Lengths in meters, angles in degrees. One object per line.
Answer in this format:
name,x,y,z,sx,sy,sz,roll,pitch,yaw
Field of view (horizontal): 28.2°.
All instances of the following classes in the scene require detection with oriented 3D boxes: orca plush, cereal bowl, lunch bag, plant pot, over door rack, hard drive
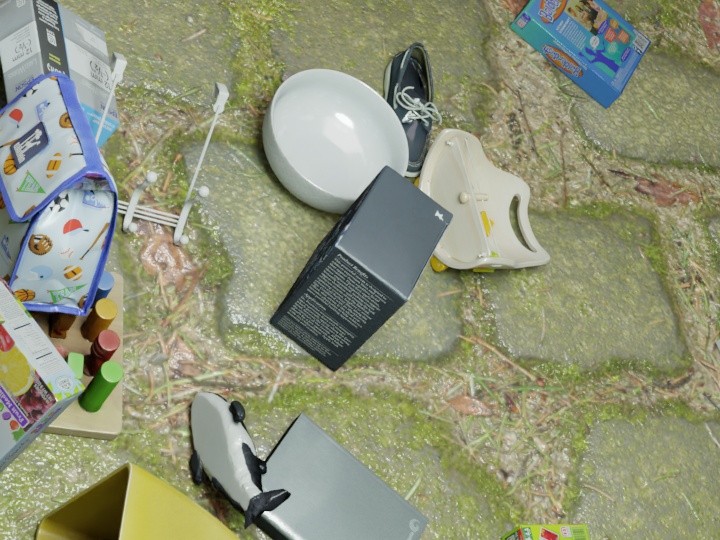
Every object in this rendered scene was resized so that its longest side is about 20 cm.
orca plush,-0.122,0.205,1.577,0.071,0.199,0.106,17,99,-37
cereal bowl,-0.041,-0.157,1.864,0.198,0.083,0.202,14,56,-22
lunch bag,-0.327,-0.082,1.500,0.123,0.201,0.171,2,44,-33
plant pot,-0.213,0.335,1.414,0.175,0.199,0.202,24,52,-30
over door rack,-0.245,-0.140,1.684,0.146,0.066,0.203,14,94,-26
hard drive,-0.030,0.279,1.645,0.199,0.033,0.140,40,50,-4

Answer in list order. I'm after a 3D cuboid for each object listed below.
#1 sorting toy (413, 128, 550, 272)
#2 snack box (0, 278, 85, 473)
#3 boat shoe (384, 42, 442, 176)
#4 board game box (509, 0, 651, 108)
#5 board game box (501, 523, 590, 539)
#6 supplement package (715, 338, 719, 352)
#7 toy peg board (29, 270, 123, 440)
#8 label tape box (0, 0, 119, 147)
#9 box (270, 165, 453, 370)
sorting toy,0.177,-0.071,1.937,0.178,0.107,0.202,5,59,-36
snack box,-0.385,0.127,1.422,0.143,0.200,0.053,52,24,8
boat shoe,0.073,-0.225,1.983,0.074,0.062,0.202,19,55,-21
board game box,0.345,-0.369,2.238,0.199,0.045,0.153,40,51,-4
board game box,0.242,0.408,1.716,0.100,0.048,0.202,4,61,-28
supplement package,0.617,0.160,2.033,0.118,0.121,0.202,-5,64,-32
toy peg board,-0.342,0.062,1.551,0.198,0.098,0.202,11,58,-25
label tape box,-0.352,-0.214,1.688,0.143,0.066,0.202,29,40,-57
box,0.000,0.000,1.719,0.107,0.200,0.149,36,50,-6
